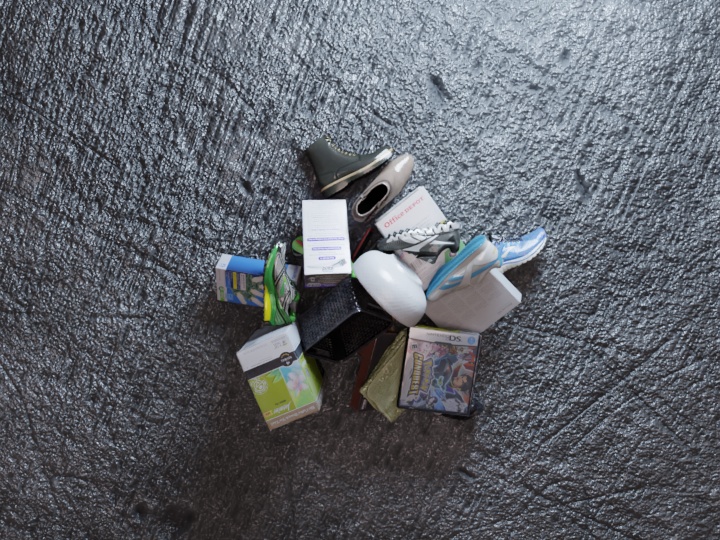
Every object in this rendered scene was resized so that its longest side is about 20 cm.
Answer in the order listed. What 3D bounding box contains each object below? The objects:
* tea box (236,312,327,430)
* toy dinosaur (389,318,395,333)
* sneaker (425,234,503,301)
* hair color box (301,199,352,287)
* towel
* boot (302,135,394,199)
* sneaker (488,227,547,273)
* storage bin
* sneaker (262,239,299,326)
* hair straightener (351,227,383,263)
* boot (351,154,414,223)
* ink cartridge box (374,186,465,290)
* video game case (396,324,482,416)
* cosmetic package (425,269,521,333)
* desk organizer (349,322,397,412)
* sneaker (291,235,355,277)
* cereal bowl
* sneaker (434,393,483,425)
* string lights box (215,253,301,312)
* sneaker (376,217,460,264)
[{"bbox_3d":[-0.179,0.233,1.303,0.131,0.200,0.200,-23,96,5],"label":"tea box"},{"bbox_3d":[0.084,0.063,1.342,0.104,0.060,0.205,-5,97,4],"label":"toy dinosaur"},{"bbox_3d":[0.226,0.014,1.220,0.081,0.077,0.200,40,121,-13],"label":"sneaker"},{"bbox_3d":[-0.081,-0.065,1.270,0.107,0.065,0.204,-1,60,-6],"label":"hair color box"},{"bbox_3d":[0.097,0.256,1.330,0.201,0.036,0.149,-52,122,-14],"label":"towel"},{"bbox_3d":[-0.031,-0.279,1.295,0.197,0.077,0.140,-29,91,4],"label":"boot"},{"bbox_3d":[0.352,-0.052,1.309,0.198,0.079,0.090,-29,99,6],"label":"sneaker"},{"bbox_3d":[-0.037,0.119,1.271,0.199,0.095,0.134,-38,140,29],"label":"storage bin"},{"bbox_3d":[-0.180,0.027,1.247,0.083,0.078,0.204,1,108,-5],"label":"sneaker"},{"bbox_3d":[0.000,0.000,1.336,0.076,0.041,0.202,36,98,16],"label":"hair straightener"},{"bbox_3d":[0.055,-0.191,1.264,0.070,0.146,0.201,39,97,-2],"label":"boot"},{"bbox_3d":[0.145,-0.079,1.307,0.144,0.088,0.201,-36,97,6],"label":"ink cartridge box"},{"bbox_3d":[0.187,0.237,1.298,0.177,0.026,0.205,7,97,-4],"label":"video game case"},{"bbox_3d":[0.260,0.072,1.308,0.151,0.052,0.200,45,120,-2],"label":"cosmetic package"},{"bbox_3d":[0.016,0.237,1.348,0.071,0.076,0.204,7,101,-44],"label":"desk organizer"},{"bbox_3d":[-0.084,-0.006,1.328,0.199,0.077,0.084,37,137,13],"label":"sneaker"},{"bbox_3d":[0.078,0.027,1.222,0.200,0.200,0.083,44,103,-4],"label":"cereal bowl"},{"bbox_3d":[0.267,0.288,1.364,0.112,0.076,0.202,28,97,-9],"label":"sneaker"},{"bbox_3d":[-0.247,0.031,1.330,0.196,0.059,0.104,9,128,1],"label":"string lights box"},{"bbox_3d":[0.137,-0.055,1.234,0.196,0.066,0.092,-12,95,0],"label":"sneaker"}]
